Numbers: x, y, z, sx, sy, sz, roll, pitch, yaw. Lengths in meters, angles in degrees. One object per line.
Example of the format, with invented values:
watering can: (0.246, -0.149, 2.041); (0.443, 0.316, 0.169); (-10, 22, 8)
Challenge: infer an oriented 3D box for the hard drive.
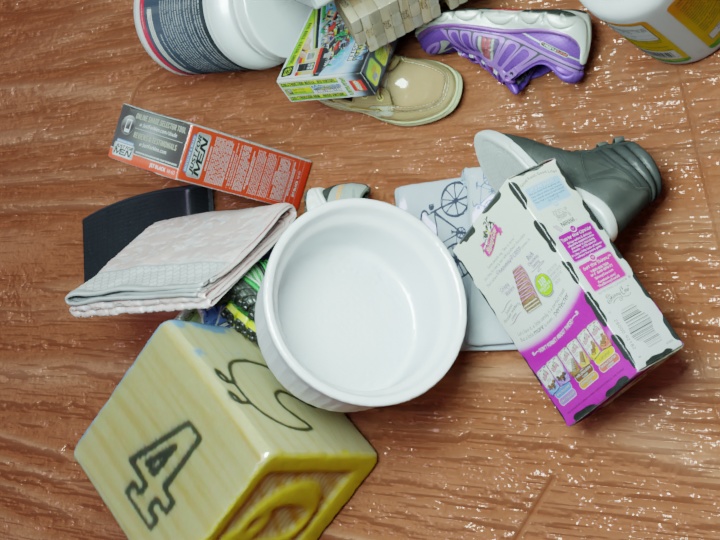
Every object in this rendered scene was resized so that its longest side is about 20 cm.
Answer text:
hard drive: (-0.261, -0.030, 1.484); (0.199, 0.042, 0.136); (-12, 75, 33)

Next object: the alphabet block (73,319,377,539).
alphabet block: (-0.140, 0.193, 1.271); (0.200, 0.195, 0.197); (46, 110, 31)

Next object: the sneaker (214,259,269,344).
sneaker: (-0.058, 0.056, 1.273); (0.200, 0.085, 0.078); (42, 144, 16)

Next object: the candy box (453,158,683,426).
candy box: (0.179, 0.021, 1.091); (0.201, 0.061, 0.136); (57, 150, 14)

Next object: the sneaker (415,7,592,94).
sneaker: (0.135, -0.219, 1.218); (0.199, 0.080, 0.084); (13, 108, 42)

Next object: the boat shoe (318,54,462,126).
boat shoe: (0.013, -0.198, 1.303); (0.199, 0.066, 0.074); (8, 87, 36)

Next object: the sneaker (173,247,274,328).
sneaker: (-0.140, 0.039, 1.366); (0.200, 0.077, 0.076); (-42, 60, 20)

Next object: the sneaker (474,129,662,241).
sneaker: (0.197, -0.093, 1.149); (0.200, 0.099, 0.071); (37, 148, 45)

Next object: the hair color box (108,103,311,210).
hair color box: (-0.160, -0.121, 1.330); (0.111, 0.200, 0.064); (20, 94, 36)

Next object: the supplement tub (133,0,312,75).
supplement tub: (-0.147, -0.293, 1.372); (0.199, 0.140, 0.141); (5, 85, 45)

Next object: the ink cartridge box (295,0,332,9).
ink cartridge box: (0.001, -0.343, 1.182); (0.199, 0.083, 0.147); (-32, 27, -11)

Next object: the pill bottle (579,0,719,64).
pill bottle: (0.249, -0.258, 1.062); (0.111, 0.200, 0.112); (-7, 78, 34)

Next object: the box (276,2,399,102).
box: (-0.003, -0.267, 1.293); (0.110, 0.035, 0.201); (0, 55, 34)

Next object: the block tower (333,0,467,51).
block tower: (0.073, -0.287, 1.191); (0.199, 0.054, 0.058); (-27, 60, -3)

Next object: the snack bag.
snack bag: (0.111, -0.012, 1.230); (0.199, 0.021, 0.190); (-5, 80, 35)

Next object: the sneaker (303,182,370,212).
sneaker: (0.000, 0.000, 1.278); (0.079, 0.074, 0.201); (-16, 79, 3)

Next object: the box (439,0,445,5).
box: (0.061, -0.362, 1.280); (0.163, 0.021, 0.200); (-35, 60, -7)

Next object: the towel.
towel: (-0.192, -0.014, 1.315); (0.199, 0.191, 0.032); (-5, 117, 31)

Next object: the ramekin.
ramekin: (-0.007, 0.040, 1.180); (0.098, 0.199, 0.202); (138, 127, -65)
